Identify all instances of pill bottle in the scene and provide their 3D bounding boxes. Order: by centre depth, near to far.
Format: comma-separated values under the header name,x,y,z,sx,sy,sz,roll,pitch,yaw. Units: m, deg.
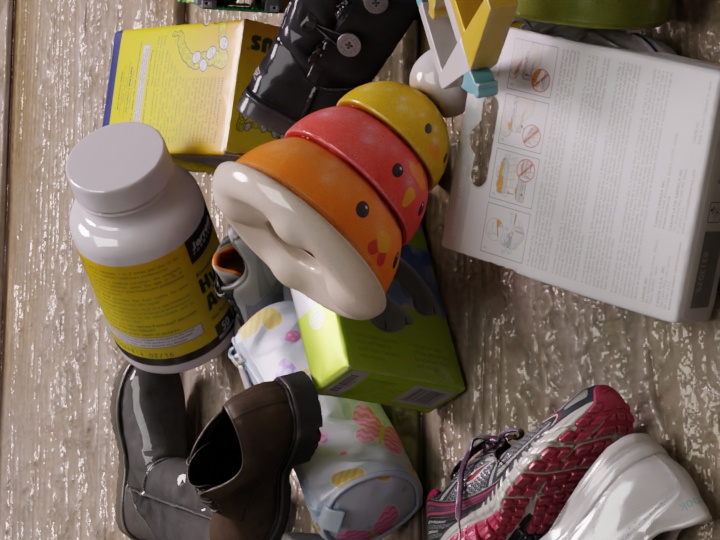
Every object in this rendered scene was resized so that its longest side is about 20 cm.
name,x,y,z,sx,sy,sz,roll,pitch,yaw
pill bottle,-0.171,-0.020,1.637,0.111,0.111,0.200,53,165,44

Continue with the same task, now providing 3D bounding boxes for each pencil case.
name,x,y,z,sx,sy,sz,roll,pitch,yaw
pencil case,-0.027,0.112,1.517,0.083,0.091,0.200,-57,44,29

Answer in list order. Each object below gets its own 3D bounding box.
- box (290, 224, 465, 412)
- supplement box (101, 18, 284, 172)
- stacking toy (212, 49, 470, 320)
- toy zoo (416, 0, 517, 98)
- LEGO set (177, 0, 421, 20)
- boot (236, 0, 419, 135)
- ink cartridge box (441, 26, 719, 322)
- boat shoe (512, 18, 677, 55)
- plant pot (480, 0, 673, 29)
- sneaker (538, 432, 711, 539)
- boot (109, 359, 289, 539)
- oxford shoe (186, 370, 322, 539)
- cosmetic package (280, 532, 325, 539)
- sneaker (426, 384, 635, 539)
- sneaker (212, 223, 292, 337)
name,x,y,z,sx,sy,sz,roll,pitch,yaw
box,0.000,0.000,1.476,0.048,0.122,0.201,-36,57,36
supplement box,-0.115,-0.141,1.670,0.200,0.109,0.110,5,87,53
stacking toy,0.010,-0.080,1.364,0.200,0.146,0.146,-50,35,-14
toy zoo,0.058,-0.205,1.308,0.131,0.020,0.201,122,134,-69
LEGO set,-0.049,-0.253,1.523,0.154,0.199,0.116,-90,4,-81
boot,0.025,-0.170,1.456,0.200,0.164,0.066,-61,19,20
ink cartridge box,0.151,-0.067,1.313,0.200,0.050,0.163,20,105,43
boat shoe,0.129,-0.144,1.367,0.202,0.086,0.075,32,108,51
plant pot,0.148,-0.259,1.302,0.200,0.200,0.194,26,116,52
sneaker,0.150,0.205,1.288,0.089,0.075,0.200,46,118,33
boot,-0.133,0.166,1.662,0.200,0.072,0.183,11,105,60
oxford shoe,-0.092,0.146,1.457,0.073,0.084,0.200,61,150,34
cosmetic package,0.012,0.273,1.438,0.200,0.090,0.107,31,107,48
sneaker,0.103,0.136,1.349,0.200,0.080,0.075,-47,46,37
sneaker,-0.083,0.005,1.593,0.200,0.079,0.074,109,150,-57
